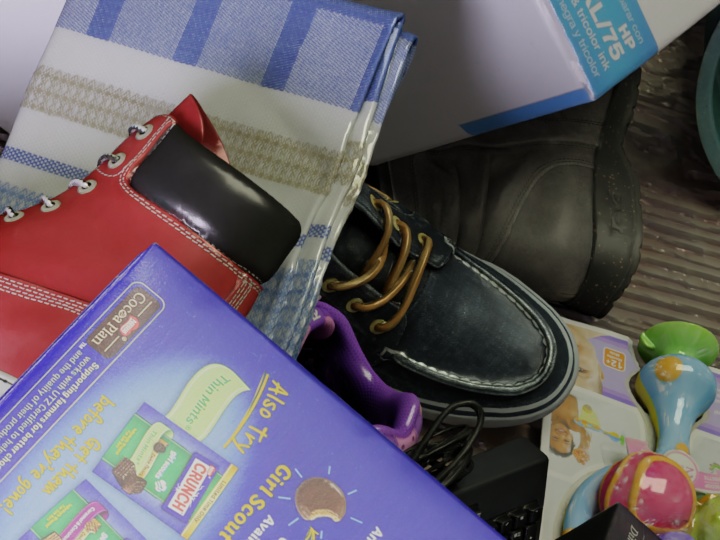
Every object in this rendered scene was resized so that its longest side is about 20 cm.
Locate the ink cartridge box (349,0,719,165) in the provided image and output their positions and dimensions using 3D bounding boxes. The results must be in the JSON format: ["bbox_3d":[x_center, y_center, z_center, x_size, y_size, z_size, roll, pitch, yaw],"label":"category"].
[{"bbox_3d":[0.076,-0.163,1.243,0.200,0.147,0.146,-38,105,-36],"label":"ink cartridge box"}]

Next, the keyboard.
[{"bbox_3d":[0.003,0.116,1.095,0.200,0.104,0.040,-20,30,-40],"label":"keyboard"}]

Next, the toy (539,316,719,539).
[{"bbox_3d":[0.131,0.098,1.226,0.115,0.047,0.200,18,44,-12],"label":"toy"}]

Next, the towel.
[{"bbox_3d":[-0.074,-0.019,1.126,0.147,0.024,0.200,16,78,21],"label":"towel"}]

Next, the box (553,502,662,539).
[{"bbox_3d":[0.093,0.204,1.061,0.141,0.079,0.200,43,40,-16],"label":"box"}]

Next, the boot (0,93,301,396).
[{"bbox_3d":[-0.127,-0.013,1.093,0.200,0.072,0.144,22,79,16],"label":"boot"}]

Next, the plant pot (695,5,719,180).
[{"bbox_3d":[0.247,-0.147,1.429,0.200,0.200,0.196,17,37,-16],"label":"plant pot"}]

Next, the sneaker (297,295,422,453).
[{"bbox_3d":[-0.051,0.030,1.157,0.200,0.089,0.080,41,44,11],"label":"sneaker"}]

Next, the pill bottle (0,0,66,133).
[{"bbox_3d":[-0.096,-0.144,1.273,0.113,0.113,0.200,26,43,-6],"label":"pill bottle"}]

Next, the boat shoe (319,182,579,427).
[{"bbox_3d":[0.000,0.000,1.198,0.200,0.091,0.071,26,75,-1],"label":"boat shoe"}]

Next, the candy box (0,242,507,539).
[{"bbox_3d":[-0.050,0.121,0.964,0.200,0.077,0.169,40,60,4],"label":"candy box"}]

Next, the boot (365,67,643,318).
[{"bbox_3d":[0.054,-0.076,1.327,0.131,0.070,0.200,14,46,-17],"label":"boot"}]
